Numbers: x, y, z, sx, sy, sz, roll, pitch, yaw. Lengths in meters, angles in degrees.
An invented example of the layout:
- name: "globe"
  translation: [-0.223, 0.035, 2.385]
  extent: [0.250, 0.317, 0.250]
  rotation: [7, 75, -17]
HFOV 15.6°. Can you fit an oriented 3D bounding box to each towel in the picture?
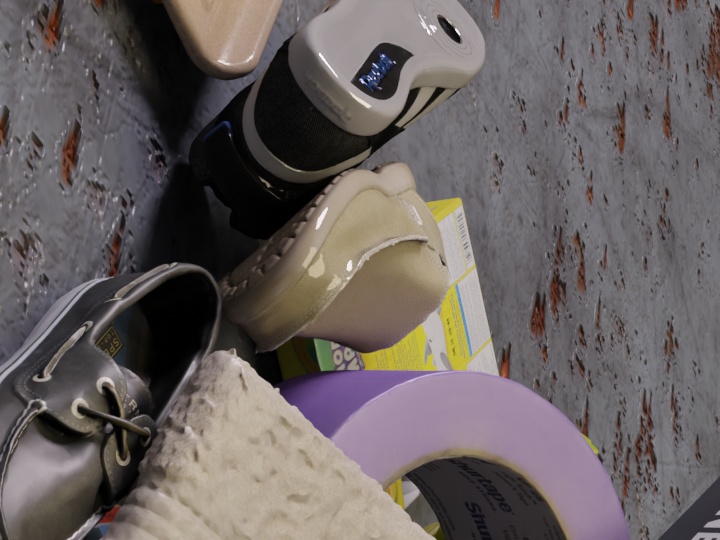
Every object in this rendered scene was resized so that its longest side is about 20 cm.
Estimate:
- name: "towel"
  translation: [-0.022, 0.137, 0.985]
  extent: [0.200, 0.034, 0.133]
  rotation: [45, 61, -29]

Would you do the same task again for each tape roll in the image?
- name: "tape roll"
  translation: [0.015, 0.141, 1.087]
  extent: [0.200, 0.085, 0.201]
  rotation: [1, 88, -37]

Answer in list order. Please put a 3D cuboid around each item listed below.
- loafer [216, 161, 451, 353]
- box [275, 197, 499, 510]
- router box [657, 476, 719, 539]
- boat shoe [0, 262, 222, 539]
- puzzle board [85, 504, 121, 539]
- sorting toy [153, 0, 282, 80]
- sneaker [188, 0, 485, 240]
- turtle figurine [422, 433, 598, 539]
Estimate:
- name: "loafer"
  translation: [0.000, 0.000, 1.117]
  extent: [0.068, 0.076, 0.200]
  rotation: [50, 20, 2]
- name: "box"
  translation: [0.011, 0.045, 1.278]
  extent: [0.200, 0.048, 0.118]
  rotation: [-38, 117, -67]
- name: "router box"
  translation: [0.147, 0.198, 1.097]
  extent: [0.200, 0.052, 0.158]
  rotation: [-35, 115, -47]
- name: "boat shoe"
  translation: [-0.102, 0.052, 0.969]
  extent: [0.069, 0.057, 0.200]
  rotation: [58, 25, -19]
- name: "puzzle board"
  translation: [-0.124, 0.163, 0.950]
  extent: [0.200, 0.017, 0.151]
  rotation: [8, 75, -67]
- name: "sorting toy"
  translation: [-0.085, -0.209, 1.164]
  extent: [0.200, 0.036, 0.185]
  rotation: [60, 30, -32]
- name: "sneaker"
  translation: [-0.019, -0.075, 1.177]
  extent: [0.073, 0.112, 0.200]
  rotation: [49, 24, 1]
- name: "turtle figurine"
  translation: [0.048, 0.141, 1.252]
  extent: [0.200, 0.064, 0.161]
  rotation: [4, 122, -55]
